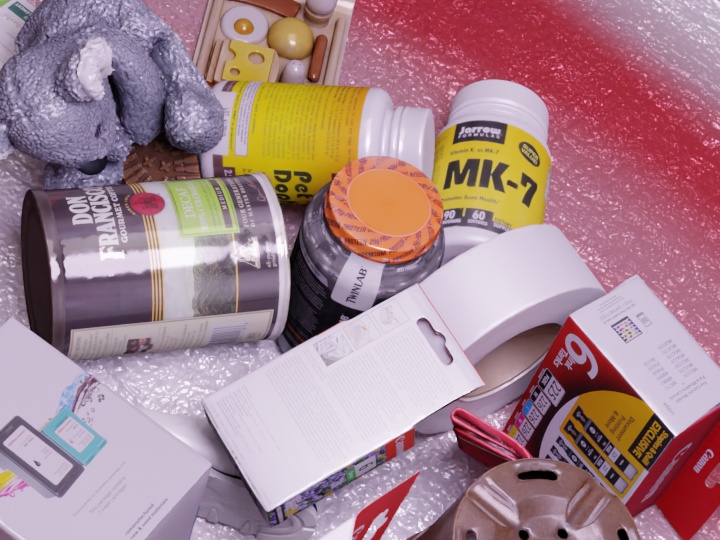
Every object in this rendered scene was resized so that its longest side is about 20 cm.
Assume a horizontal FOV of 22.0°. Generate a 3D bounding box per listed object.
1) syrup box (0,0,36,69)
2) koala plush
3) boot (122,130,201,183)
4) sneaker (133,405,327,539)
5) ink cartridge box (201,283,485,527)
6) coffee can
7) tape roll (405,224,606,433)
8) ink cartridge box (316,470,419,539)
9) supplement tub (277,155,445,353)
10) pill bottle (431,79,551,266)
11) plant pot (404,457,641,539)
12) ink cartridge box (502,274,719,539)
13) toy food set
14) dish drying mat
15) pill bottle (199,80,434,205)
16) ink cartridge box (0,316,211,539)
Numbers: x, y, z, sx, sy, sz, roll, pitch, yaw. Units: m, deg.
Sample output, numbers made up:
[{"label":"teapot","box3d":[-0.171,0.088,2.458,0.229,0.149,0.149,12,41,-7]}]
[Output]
[{"label":"syrup box","box3d":[-0.357,-0.158,1.653,0.079,0.082,0.200,38,54,13]},{"label":"koala plush","box3d":[-0.243,-0.146,1.541,0.184,0.177,0.200,64,22,-5]},{"label":"boot","box3d":[-0.192,-0.145,1.691,0.075,0.107,0.200,-26,90,13]},{"label":"sneaker","box3d":[-0.121,0.154,1.517,0.200,0.076,0.081,25,46,-7]},{"label":"ink cartridge box","box3d":[-0.013,0.105,1.466,0.200,0.050,0.109,-29,67,-11]},{"label":"coffee can","box3d":[-0.175,-0.003,1.557,0.200,0.146,0.147,-6,58,-19]},{"label":"tape roll","box3d":[0.107,0.051,1.561,0.202,0.203,0.071,-22,65,-27]},{"label":"ink cartridge box","box3d":[-0.035,0.251,1.411,0.200,0.161,0.050,-28,69,-29]},{"label":"supplement tub","box3d":[0.000,0.000,1.567,0.122,0.200,0.123,7,56,-10]},{"label":"pill bottle","box3d":[0.115,-0.071,1.700,0.114,0.114,0.200,15,54,-4]},{"label":"plant pot","box3d":[0.117,0.252,1.423,0.200,0.198,0.201,7,59,-12]},{"label":"ink cartridge box","box3d":[0.225,0.135,1.534,0.084,0.200,0.176,-29,67,-30]},{"label":"toy food set","box3d":[-0.082,-0.228,1.786,0.143,0.060,0.200,14,54,-5]},{"label":"dish drying mat","box3d":[0.109,0.147,1.508,0.077,0.200,0.018,28,82,10]},{"label":"pill bottle","box3d":[-0.037,-0.112,1.659,0.199,0.109,0.109,4,54,10]},{"label":"ink cartridge box","box3d":[-0.243,0.170,1.420,0.200,0.147,0.146,35,56,11]}]
